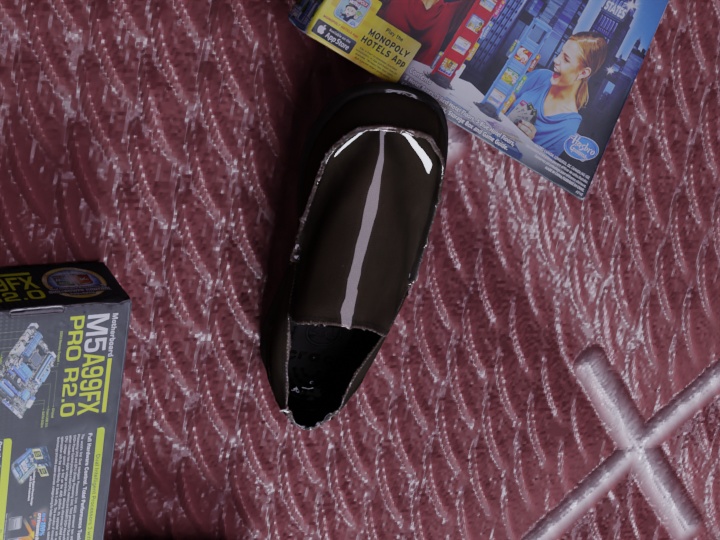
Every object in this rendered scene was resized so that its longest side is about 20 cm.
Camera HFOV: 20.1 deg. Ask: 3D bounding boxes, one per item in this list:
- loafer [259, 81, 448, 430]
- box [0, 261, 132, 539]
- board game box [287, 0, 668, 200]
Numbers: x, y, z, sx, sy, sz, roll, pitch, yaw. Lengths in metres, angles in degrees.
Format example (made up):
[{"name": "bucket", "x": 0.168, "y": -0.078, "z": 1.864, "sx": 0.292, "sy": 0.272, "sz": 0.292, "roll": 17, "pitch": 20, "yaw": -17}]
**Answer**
[{"name": "loafer", "x": 0.000, "y": 0.000, "z": 0.991, "sx": 0.072, "sy": 0.072, "sz": 0.201, "roll": 6, "pitch": 128, "yaw": -11}, {"name": "box", "x": -0.200, "y": 0.099, "z": 0.979, "sx": 0.159, "sy": 0.044, "sz": 0.201, "roll": -5, "pitch": 118, "yaw": -29}, {"name": "board game box", "x": 0.085, "y": -0.166, "z": 0.988, "sx": 0.199, "sy": 0.062, "sz": 0.200, "roll": 28, "pitch": 99, "yaw": -38}]
